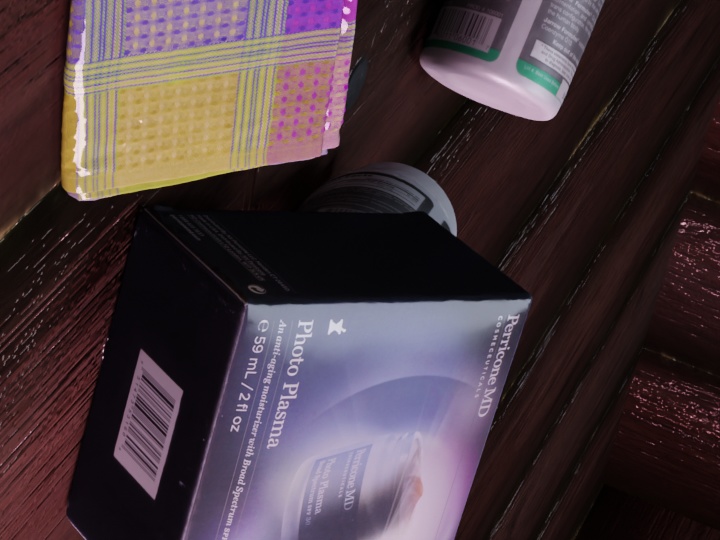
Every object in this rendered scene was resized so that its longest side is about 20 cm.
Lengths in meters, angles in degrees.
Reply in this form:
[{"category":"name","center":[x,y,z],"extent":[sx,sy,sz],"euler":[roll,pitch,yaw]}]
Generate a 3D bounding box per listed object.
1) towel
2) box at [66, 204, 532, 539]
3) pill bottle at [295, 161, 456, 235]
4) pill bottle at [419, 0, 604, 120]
[{"category":"towel","center":[-0.070,-0.117,0.999],"extent":[0.200,0.143,0.023],"euler":[98,-26,-43]},{"category":"box","center":[-0.034,0.077,1.202],"extent":[0.198,0.123,0.200],"euler":[-2,117,-37]},{"category":"pill bottle","center":[0.000,0.000,1.395],"extent":[0.200,0.116,0.116],"euler":[-53,160,-68]},{"category":"pill bottle","center":[0.130,-0.222,1.582],"extent":[0.200,0.113,0.113],"euler":[-67,166,-4]}]
